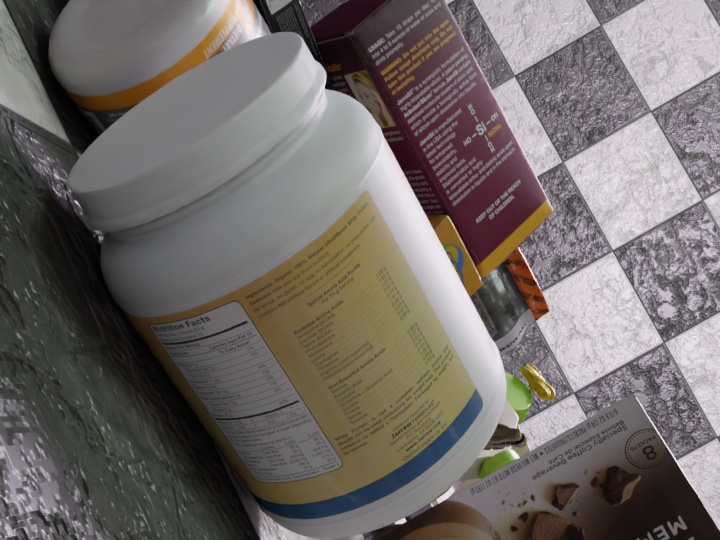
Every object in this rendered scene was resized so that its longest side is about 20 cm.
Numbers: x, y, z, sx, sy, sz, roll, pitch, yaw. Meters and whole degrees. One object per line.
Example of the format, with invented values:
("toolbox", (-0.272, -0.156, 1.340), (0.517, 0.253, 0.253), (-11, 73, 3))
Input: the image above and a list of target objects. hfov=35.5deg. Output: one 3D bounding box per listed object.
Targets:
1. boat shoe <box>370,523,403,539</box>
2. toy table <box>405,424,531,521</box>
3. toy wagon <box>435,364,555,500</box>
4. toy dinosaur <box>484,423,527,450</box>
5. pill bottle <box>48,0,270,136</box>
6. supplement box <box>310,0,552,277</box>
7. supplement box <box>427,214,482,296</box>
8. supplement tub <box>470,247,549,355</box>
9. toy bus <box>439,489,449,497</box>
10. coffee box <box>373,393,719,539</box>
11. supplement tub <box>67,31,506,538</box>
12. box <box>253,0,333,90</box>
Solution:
("boat shoe", (0.063, 0.244, 0.655), (0.203, 0.074, 0.065), (57, 6, 36))
("toy table", (0.105, 0.214, 0.876), (0.184, 0.115, 0.203), (94, -27, -79))
("toy wagon", (0.060, 0.103, 0.839), (0.197, 0.040, 0.156), (-1, 37, -33))
("toy dinosaur", (0.017, 0.040, 0.687), (0.201, 0.058, 0.101), (50, -2, 28))
("pill bottle", (-0.085, -0.083, 0.665), (0.201, 0.115, 0.117), (57, 6, -43))
("supplement box", (0.041, -0.101, 0.826), (0.110, 0.085, 0.202), (2, -52, 58))
("supplement box", (0.000, 0.000, 0.851), (0.199, 0.066, 0.069), (2, -53, 58))
("supplement tub", (0.060, 0.043, 0.998), (0.124, 0.198, 0.123), (60, 5, -9))
("toy bus", (-0.018, 0.067, 0.747), (0.202, 0.077, 0.065), (64, 6, 28))
("coffee box", (0.091, 0.171, 0.586), (0.080, 0.198, 0.114), (55, 7, -44))
("supplement tub", (-0.031, 0.008, 0.530), (0.202, 0.143, 0.145), (59, 5, -24))
("box", (-0.107, -0.180, 0.821), (0.198, 0.036, 0.144), (19, -40, 46))
